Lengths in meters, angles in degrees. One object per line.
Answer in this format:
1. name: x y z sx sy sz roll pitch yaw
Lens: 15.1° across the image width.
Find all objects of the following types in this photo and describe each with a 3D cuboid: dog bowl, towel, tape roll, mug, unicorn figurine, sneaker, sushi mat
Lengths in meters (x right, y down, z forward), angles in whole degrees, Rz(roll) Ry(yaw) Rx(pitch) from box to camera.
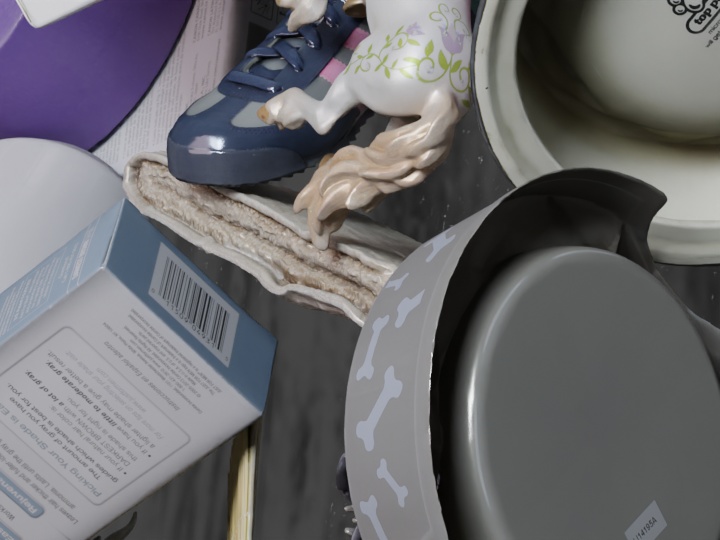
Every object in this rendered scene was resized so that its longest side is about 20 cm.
1. dog bowl: 0.075 0.065 0.999 0.059 0.200 0.200 -12 63 46
2. towel: 0.000 0.000 1.159 0.200 0.133 0.034 28 98 50
3. tape roll: -0.172 -0.157 1.388 0.200 0.085 0.200 -27 52 41
4. mug: -0.186 0.014 1.310 0.187 0.149 0.153 2 39 17
5. unicorn figurine: 0.014 -0.117 1.078 0.137 0.074 0.200 -33 62 49
6. dog bowl: 0.137 -0.103 1.034 0.200 0.200 0.074 -42 29 22
7. sneaker: -0.016 -0.105 1.180 0.070 0.200 0.082 16 127 34
8. sushi mat: -0.053 0.161 1.181 0.096 0.012 0.200 102 170 -64

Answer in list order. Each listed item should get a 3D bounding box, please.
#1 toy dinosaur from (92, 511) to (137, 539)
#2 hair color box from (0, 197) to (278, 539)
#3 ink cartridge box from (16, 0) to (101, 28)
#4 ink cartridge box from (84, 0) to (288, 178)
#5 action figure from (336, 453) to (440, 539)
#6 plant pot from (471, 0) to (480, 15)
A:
1. toy dinosaur: -0.122 0.179 1.221 0.200 0.077 0.102 38 105 56
2. hair color box: -0.143 0.067 1.192 0.200 0.099 0.061 -36 23 24
3. ink cartridge box: -0.069 -0.190 1.213 0.145 0.200 0.084 -24 98 25
4. ink cartridge box: -0.110 -0.111 1.397 0.200 0.057 0.163 -22 56 48
5. action figure: 0.032 0.121 1.092 0.200 0.102 0.119 -63 37 24
6. plant pot: 0.094 -0.191 1.161 0.141 0.141 0.200 -32 59 31
